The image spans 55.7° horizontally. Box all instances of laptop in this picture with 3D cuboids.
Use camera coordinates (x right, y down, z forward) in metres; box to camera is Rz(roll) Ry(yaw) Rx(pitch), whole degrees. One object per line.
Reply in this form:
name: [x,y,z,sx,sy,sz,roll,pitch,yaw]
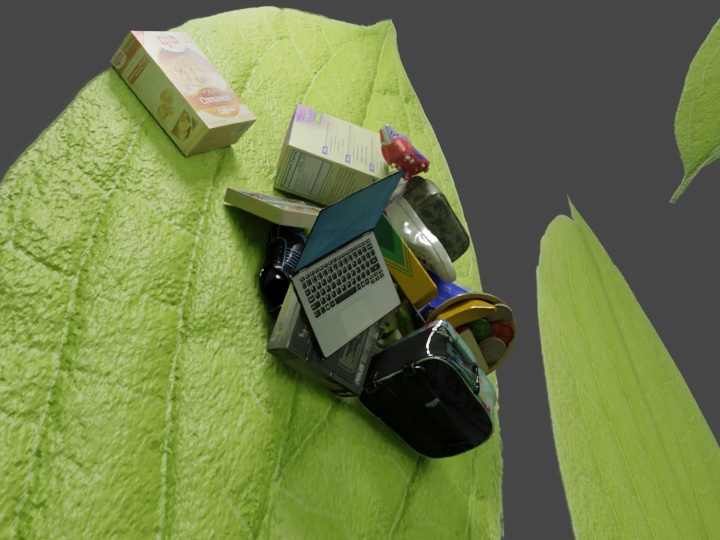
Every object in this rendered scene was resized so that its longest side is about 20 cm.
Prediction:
laptop: [0.005,-0.010,0.960,0.187,0.115,0.201,-31,103,-43]

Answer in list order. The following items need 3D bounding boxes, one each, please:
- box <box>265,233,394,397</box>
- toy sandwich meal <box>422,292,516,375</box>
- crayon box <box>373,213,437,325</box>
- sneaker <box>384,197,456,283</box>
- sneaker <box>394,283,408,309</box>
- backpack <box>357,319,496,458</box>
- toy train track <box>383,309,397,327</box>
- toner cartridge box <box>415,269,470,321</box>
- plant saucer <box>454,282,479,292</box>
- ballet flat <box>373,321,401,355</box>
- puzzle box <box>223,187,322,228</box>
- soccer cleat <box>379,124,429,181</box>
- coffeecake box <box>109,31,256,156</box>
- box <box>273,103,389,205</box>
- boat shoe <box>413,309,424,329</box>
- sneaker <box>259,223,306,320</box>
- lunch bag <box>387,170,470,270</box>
box: [-0.039,0.065,1.017,0.158,0.048,0.201,37,57,-33]
toy sandwich meal: [0.191,0.134,1.212,0.205,0.205,0.070,38,11,-24]
crayon box: [0.071,-0.005,1.141,0.201,0.051,0.126,56,1,11]
sneaker: [0.099,-0.041,1.272,0.200,0.084,0.073,54,-9,28]
sneaker: [0.000,0.000,1.221,0.199,0.075,0.090,27,34,-29]
backpack: [0.114,0.191,1.063,0.200,0.177,0.151,50,30,-16]
toy train track: [0.074,0.030,1.302,0.114,0.033,0.200,17,41,10]
toner cartridge box: [0.193,0.084,1.287,0.199,0.043,0.095,28,40,-22]
plant saucer: [0.264,0.101,1.535,0.200,0.050,0.201,37,30,-26]
ballet flat: [0.029,0.116,1.145,0.200,0.064,0.076,33,33,-32]
puzzle box: [-0.114,-0.099,1.149,0.133,0.026,0.199,23,11,32]
soccer cleat: [0.084,-0.223,1.303,0.077,0.066,0.200,70,17,7]
coffeecake box: [-0.294,-0.302,1.151,0.200,0.073,0.153,51,28,0]
box: [-0.052,-0.210,1.312,0.199,0.097,0.176,18,36,-13]
boat shoe: [0.142,0.076,1.354,0.062,0.073,0.201,22,38,-38]
sneaker: [-0.120,-0.005,1.057,0.078,0.070,0.201,29,35,-48]
lunch bag: [0.121,-0.107,1.449,0.200,0.139,0.168,50,6,-40]
